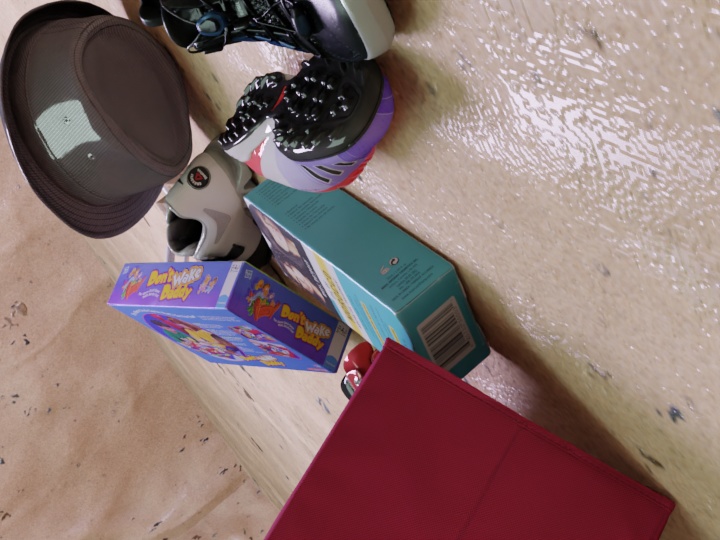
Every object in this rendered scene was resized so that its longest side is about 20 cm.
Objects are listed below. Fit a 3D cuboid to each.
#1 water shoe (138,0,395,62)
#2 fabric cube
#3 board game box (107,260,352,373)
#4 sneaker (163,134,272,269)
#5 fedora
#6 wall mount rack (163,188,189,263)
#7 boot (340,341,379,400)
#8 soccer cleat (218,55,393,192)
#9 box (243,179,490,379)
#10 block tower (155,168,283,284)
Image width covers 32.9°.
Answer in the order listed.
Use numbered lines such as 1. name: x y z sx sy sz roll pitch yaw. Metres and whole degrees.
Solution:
1. water shoe: -0.056 -0.131 0.608 0.200 0.079 0.072 34 158 54
2. fabric cube: 0.048 0.199 0.748 0.199 0.200 0.197 29 160 13
3. board game box: -0.122 0.042 1.115 0.134 0.045 0.199 34 158 -36
4. sneaker: -0.135 -0.041 1.095 0.074 0.088 0.200 45 166 21
5. fedora: -0.200 -0.130 1.000 0.090 0.177 0.202 -5 121 39
6. wall mount rack: -0.217 -0.070 1.305 0.174 0.074 0.200 52 168 15
7. boot: 0.042 0.127 0.970 0.145 0.072 0.200 57 170 -12
8. soccer cleat: -0.017 -0.077 0.681 0.073 0.069 0.200 31 170 -21
9. box: 0.000 0.000 0.821 0.200 0.049 0.083 36 159 49
10. block tower: -0.128 -0.009 1.222 0.201 0.054 0.058 57 166 -15
